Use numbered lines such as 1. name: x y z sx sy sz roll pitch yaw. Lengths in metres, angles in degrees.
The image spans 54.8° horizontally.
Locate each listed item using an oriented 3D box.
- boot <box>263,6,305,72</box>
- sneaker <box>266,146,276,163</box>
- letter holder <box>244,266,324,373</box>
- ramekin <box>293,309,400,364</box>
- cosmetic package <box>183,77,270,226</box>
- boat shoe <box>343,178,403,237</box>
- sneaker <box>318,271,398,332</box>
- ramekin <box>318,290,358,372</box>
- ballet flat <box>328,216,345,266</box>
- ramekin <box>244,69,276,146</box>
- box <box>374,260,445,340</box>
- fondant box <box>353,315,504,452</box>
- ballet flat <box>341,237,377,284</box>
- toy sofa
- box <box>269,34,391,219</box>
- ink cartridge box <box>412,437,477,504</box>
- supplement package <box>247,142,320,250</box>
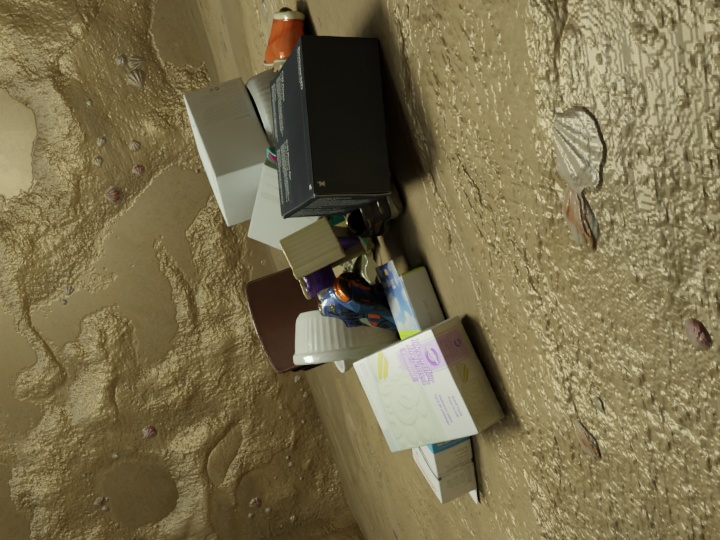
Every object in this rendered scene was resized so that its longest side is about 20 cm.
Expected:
1. boot: -0.128 -0.400 1.212 0.200 0.075 0.107 -137 44 -68
2. sneaker: -0.081 -0.191 1.057 0.084 0.120 0.200 158 115 -77
3. letter holder: -0.148 0.109 1.438 0.101 0.142 0.200 111 138 -72
4. ramekin: -0.030 0.115 1.287 0.202 0.202 0.094 149 113 -78
5. cosmetic package: -0.250 -0.229 1.374 0.199 0.123 0.200 98 149 -66
6. boat shoe: 0.006 -0.090 1.067 0.200 0.073 0.075 125 124 -75
7. sneaker: 0.008 0.059 1.120 0.200 0.078 0.075 27 -139 -44
8. ramekin: -0.029 0.109 1.487 0.200 0.098 0.201 161 90 -78
9. ballet flat: -0.042 -0.083 1.323 0.200 0.068 0.067 93 162 -58
10. ramekin: -0.154 -0.302 1.365 0.200 0.105 0.201 160 90 -78
11. box: 0.087 0.078 1.038 0.122 0.048 0.200 154 96 -77
12. fondant box: 0.087 0.162 0.960 0.200 0.058 0.145 -32 80 51
13. ballet flat: 0.000 0.000 1.284 0.075 0.068 0.200 47 157 23
14. toy sofa: -0.048 -0.023 1.080 0.098 0.083 0.200 64 -170 2
15. box: -0.045 -0.181 0.924 0.182 0.104 0.200 170 95 -71
16. ink cartridge box: 0.131 0.294 1.141 0.116 0.068 0.200 -127 21 -55
17. supplement package: -0.113 -0.136 1.217 0.200 0.117 0.117 116 175 -52
